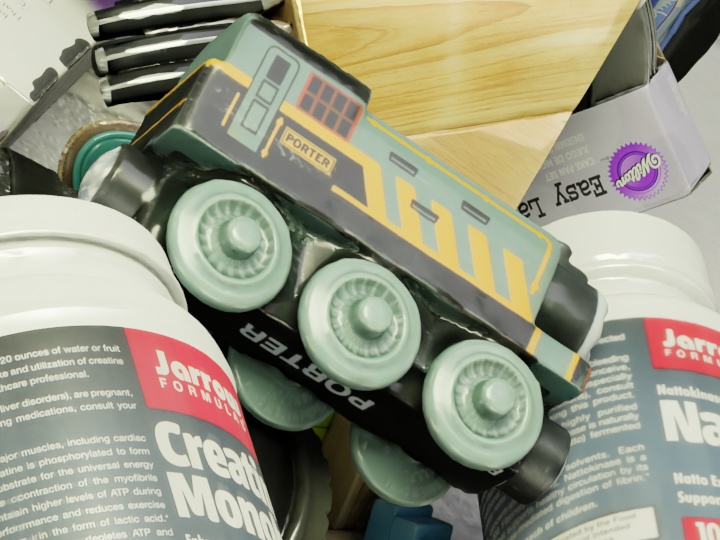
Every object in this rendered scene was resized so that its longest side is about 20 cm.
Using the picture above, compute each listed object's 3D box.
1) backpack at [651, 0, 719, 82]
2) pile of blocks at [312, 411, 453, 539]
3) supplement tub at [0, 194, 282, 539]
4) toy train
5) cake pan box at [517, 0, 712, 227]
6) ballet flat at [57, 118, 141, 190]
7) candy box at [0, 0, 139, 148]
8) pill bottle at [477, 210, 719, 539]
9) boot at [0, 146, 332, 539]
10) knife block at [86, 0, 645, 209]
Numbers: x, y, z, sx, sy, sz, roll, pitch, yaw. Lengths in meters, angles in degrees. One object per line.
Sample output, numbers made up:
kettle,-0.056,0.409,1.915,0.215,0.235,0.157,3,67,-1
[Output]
backpack,0.086,-0.173,1.242,0.191,0.200,0.154,46,33,14
pile of blocks,-0.009,0.100,1.015,0.062,0.082,0.200,8,43,-51
supplement tub,-0.093,0.091,0.820,0.140,0.140,0.200,18,41,-42
toy train,-0.001,-0.001,0.949,0.200,0.085,0.114,32,61,-14
cake pan box,0.034,-0.090,1.172,0.184,0.200,0.052,66,24,-11
ballet flat,-0.049,0.002,1.149,0.200,0.071,0.065,37,-1,-19
candy box,-0.187,-0.131,1.123,0.168,0.072,0.200,41,25,-5
pill bottle,0.103,0.079,1.026,0.120,0.120,0.200,26,39,-32
boot,-0.108,0.033,0.975,0.158,0.079,0.211,29,20,-38
knife block,-0.005,-0.089,1.040,0.176,0.064,0.200,36,70,-10
